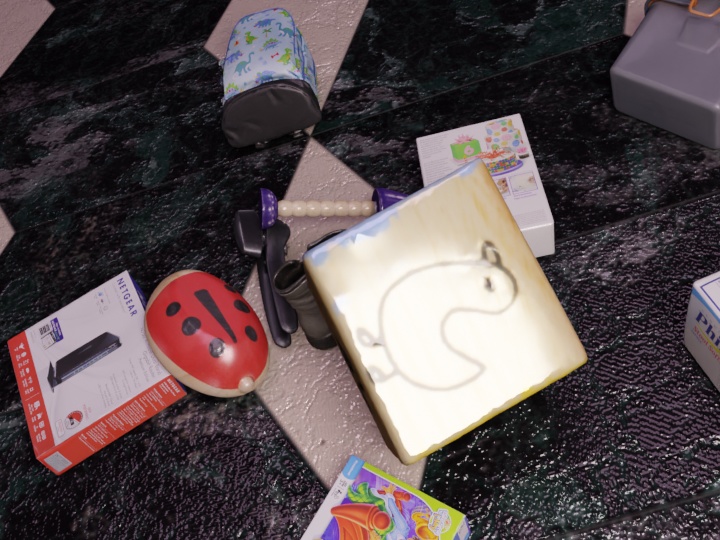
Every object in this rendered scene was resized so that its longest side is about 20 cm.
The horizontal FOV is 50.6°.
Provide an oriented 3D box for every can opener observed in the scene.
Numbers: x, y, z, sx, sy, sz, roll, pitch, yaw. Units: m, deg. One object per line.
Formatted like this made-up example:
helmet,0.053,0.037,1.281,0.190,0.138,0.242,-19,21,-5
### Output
can opener,-0.113,0.010,0.966,0.077,0.064,0.203,-5,56,-21

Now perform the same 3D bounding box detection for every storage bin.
storage bin,0.419,-0.256,0.961,0.199,0.146,0.135,34,78,36

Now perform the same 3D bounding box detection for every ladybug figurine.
ladybug figurine,-0.181,0.067,0.906,0.134,0.073,0.200,-22,50,-36

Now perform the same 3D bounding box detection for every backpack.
backpack,-0.140,-0.308,1.185,0.160,0.156,0.202,-12,36,16

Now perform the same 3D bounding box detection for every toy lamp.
toy lamp,-0.030,-0.078,0.974,0.195,0.059,0.059,-3,48,-11

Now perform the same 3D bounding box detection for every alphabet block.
alphabet block,0.069,0.045,0.739,0.193,0.196,0.203,-28,83,-4

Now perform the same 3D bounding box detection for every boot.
boot,0.000,0.000,0.885,0.198,0.132,0.068,-35,50,-12

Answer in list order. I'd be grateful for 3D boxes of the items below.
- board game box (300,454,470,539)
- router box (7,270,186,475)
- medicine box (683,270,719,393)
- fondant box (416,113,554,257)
board game box,-0.002,0.293,0.709,0.132,0.045,0.201,19,60,29
router box,-0.333,0.120,0.951,0.178,0.049,0.201,-32,50,-8
medicine box,0.441,0.068,0.708,0.197,0.104,0.184,-23,49,-1
fondant box,0.154,-0.098,0.964,0.141,0.059,0.203,-12,51,8
